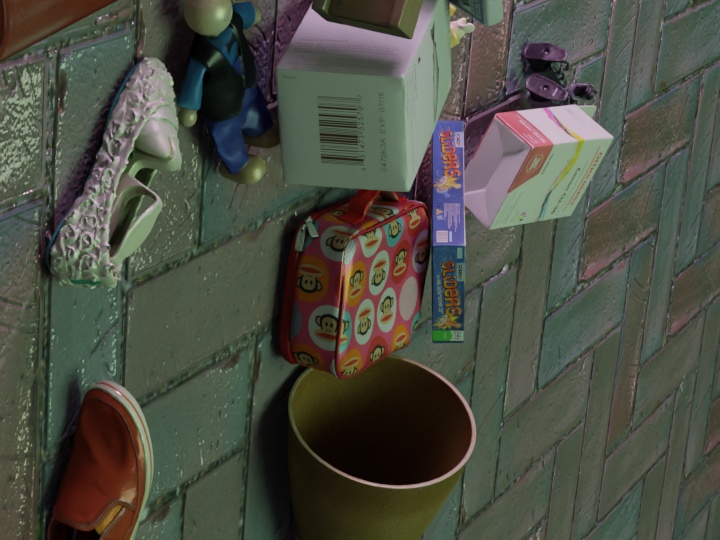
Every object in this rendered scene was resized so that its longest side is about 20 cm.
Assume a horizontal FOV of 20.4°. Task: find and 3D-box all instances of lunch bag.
[{"bbox_3d":[0.000,0.000,1.948,0.200,0.082,0.177,-23,123,-61],"label":"lunch bag"}]

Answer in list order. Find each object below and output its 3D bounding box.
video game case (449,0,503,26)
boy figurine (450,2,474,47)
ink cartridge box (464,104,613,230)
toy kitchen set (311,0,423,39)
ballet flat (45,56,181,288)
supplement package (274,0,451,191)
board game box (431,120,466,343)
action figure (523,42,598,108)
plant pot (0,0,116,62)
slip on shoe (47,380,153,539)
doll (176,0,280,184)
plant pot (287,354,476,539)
[{"bbox_3d":[0.064,-0.342,1.799,0.023,0.182,0.201,-26,132,-22],"label":"video game case"},{"bbox_3d":[0.061,-0.241,1.908,0.064,0.124,0.200,29,96,-46],"label":"boy figurine"},{"bbox_3d":[0.208,-0.119,2.255,0.200,0.067,0.117,-12,137,-49],"label":"ink cartridge box"},{"bbox_3d":[-0.028,-0.318,1.602,0.180,0.163,0.201,27,79,-69],"label":"toy kitchen set"},{"bbox_3d":[-0.176,-0.070,1.553,0.201,0.071,0.072,-68,155,-19],"label":"ballet flat"},{"bbox_3d":[0.007,-0.171,1.776,0.200,0.117,0.117,-68,159,-54],"label":"supplement package"},{"bbox_3d":[0.091,-0.041,2.071,0.200,0.034,0.136,-88,177,-47],"label":"board game box"},{"bbox_3d":[0.234,-0.183,2.376,0.200,0.069,0.131,62,42,-60],"label":"action figure"},{"bbox_3d":[-0.211,-0.233,1.257,0.195,0.200,0.201,-42,140,-38],"label":"plant pot"},{"bbox_3d":[-0.214,0.186,1.606,0.061,0.074,0.201,-17,123,-59],"label":"slip on shoe"},{"bbox_3d":[-0.111,-0.164,1.660,0.200,0.048,0.137,72,38,-54],"label":"doll"},{"bbox_3d":[0.002,0.216,1.992,0.186,0.186,0.201,-46,158,-47],"label":"plant pot"}]
